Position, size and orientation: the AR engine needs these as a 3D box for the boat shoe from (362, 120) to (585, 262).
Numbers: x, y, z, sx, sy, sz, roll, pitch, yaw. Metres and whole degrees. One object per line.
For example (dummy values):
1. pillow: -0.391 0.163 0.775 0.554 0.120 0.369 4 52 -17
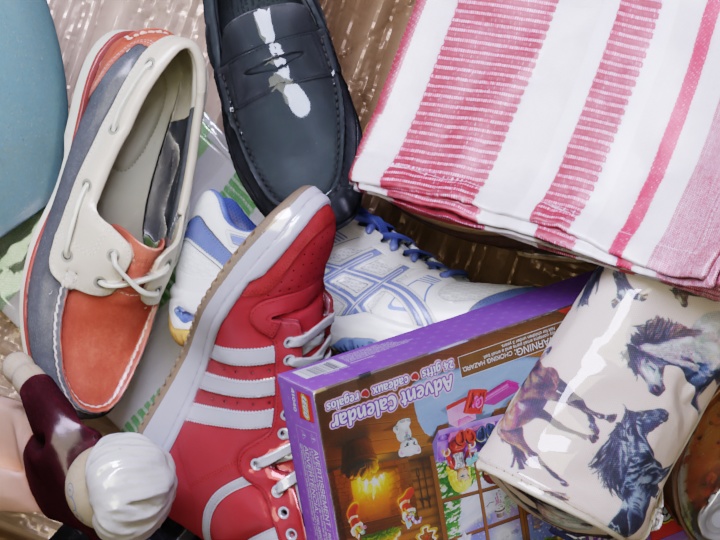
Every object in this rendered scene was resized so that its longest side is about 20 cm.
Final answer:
1. boat shoe: 0.098 -0.036 1.429 0.199 0.070 0.071 13 75 16

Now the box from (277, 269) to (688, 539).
1. box: 0.065 0.088 1.360 0.199 0.039 0.137 -18 109 -25

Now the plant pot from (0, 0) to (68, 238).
1. plant pot: -0.226 -0.069 1.459 0.200 0.200 0.135 -33 95 8

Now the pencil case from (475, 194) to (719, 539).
1. pencil case: 0.139 0.033 1.320 0.089 0.078 0.200 34 81 -10

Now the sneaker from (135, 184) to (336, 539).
1. sneaker: -0.031 0.061 1.362 0.112 0.071 0.200 38 126 14

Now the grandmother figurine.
1. grandmother figurine: -0.146 0.100 1.392 0.061 0.200 0.122 -38 108 -23

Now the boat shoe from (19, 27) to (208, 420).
1. boat shoe: -0.118 -0.021 1.426 0.062 0.071 0.201 12 91 52

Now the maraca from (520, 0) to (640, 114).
1. maraca: 0.118 -0.123 1.398 0.200 0.137 0.107 38 136 38

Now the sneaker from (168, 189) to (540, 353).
1. sneaker: 0.000 0.000 1.422 0.199 0.075 0.089 3 84 14

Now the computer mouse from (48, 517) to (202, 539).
1. computer mouse: -0.160 0.160 1.478 0.200 0.046 0.140 -48 46 -6

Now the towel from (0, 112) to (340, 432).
1. towel: -0.091 0.013 1.493 0.200 0.023 0.153 44 95 14

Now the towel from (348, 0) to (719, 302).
1. towel: 0.102 -0.078 1.315 0.199 0.023 0.145 17 79 27

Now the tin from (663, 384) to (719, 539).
1. tin: 0.224 0.054 1.377 0.200 0.042 0.112 -47 114 2

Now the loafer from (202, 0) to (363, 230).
1. loafer: -0.045 -0.101 1.431 0.068 0.070 0.201 -19 51 4
